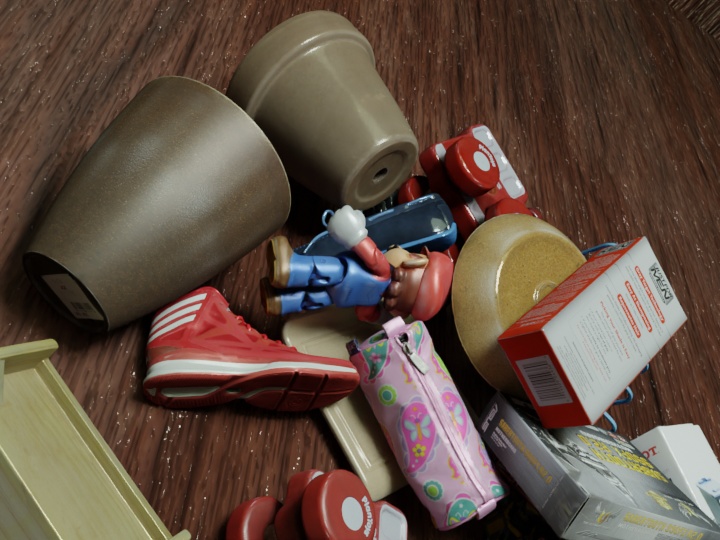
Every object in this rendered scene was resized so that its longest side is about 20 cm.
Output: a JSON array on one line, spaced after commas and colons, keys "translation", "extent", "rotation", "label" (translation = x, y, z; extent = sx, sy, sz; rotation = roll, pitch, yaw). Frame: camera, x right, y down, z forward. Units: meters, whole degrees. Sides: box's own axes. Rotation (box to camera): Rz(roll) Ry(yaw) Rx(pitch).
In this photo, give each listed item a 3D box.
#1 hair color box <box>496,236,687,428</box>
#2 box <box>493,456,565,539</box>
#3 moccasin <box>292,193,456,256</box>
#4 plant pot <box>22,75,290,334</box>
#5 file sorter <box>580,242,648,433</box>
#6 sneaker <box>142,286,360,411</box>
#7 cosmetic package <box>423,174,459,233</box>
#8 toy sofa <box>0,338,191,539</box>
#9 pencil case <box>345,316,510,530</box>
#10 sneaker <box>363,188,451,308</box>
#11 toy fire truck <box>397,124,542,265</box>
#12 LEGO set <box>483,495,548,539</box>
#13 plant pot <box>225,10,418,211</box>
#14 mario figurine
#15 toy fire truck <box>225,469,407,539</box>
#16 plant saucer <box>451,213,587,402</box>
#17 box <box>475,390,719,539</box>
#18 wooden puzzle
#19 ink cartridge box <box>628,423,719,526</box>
[{"translation": [0.231, 0.056, 0.726], "extent": [0.200, 0.061, 0.102], "rotation": [-32, 95, -36], "label": "hair color box"}, {"translation": [0.241, 0.257, 0.756], "extent": [0.137, 0.040, 0.200], "rotation": [26, 12, -42], "label": "box"}, {"translation": [0.005, -0.033, 0.831], "extent": [0.200, 0.080, 0.068], "rotation": [-13, 69, -2], "label": "moccasin"}, {"translation": [-0.195, -0.043, 0.676], "extent": [0.187, 0.187, 0.200], "rotation": [39, 54, -3], "label": "plant pot"}, {"translation": [0.267, 0.084, 0.895], "extent": [0.139, 0.123, 0.200], "rotation": [44, 62, -9], "label": "file sorter"}, {"translation": [-0.100, 0.065, 0.702], "extent": [0.200, 0.078, 0.116], "rotation": [7, 50, -24], "label": "sneaker"}, {"translation": [0.152, -0.040, 1.012], "extent": [0.103, 0.073, 0.200], "rotation": [-2, 58, -39], "label": "cosmetic package"}, {"translation": [-0.228, 0.156, 0.543], "extent": [0.200, 0.098, 0.083], "rotation": [51, 16, 10], "label": "toy sofa"}, {"translation": [0.064, 0.145, 0.723], "extent": [0.087, 0.087, 0.200], "rotation": [-17, 78, -46], "label": "pencil case"}, {"translation": [0.054, -0.032, 0.937], "extent": [0.091, 0.076, 0.200], "rotation": [-1, 66, -47], "label": "sneaker"}, {"translation": [0.156, -0.078, 0.901], "extent": [0.168, 0.112, 0.200], "rotation": [-27, 83, -45], "label": "toy fire truck"}, {"translation": [0.196, 0.307, 0.707], "extent": [0.200, 0.116, 0.154], "rotation": [52, 41, 11], "label": "LEGO set"}, {"translation": [-0.031, -0.161, 0.856], "extent": [0.200, 0.200, 0.175], "rotation": [-17, 59, -46], "label": "plant pot"}, {"translation": [0.000, 0.000, 0.752], "extent": [0.200, 0.123, 0.106], "rotation": [2, 79, -19], "label": "mario figurine"}, {"translation": [-0.017, 0.265, 0.596], "extent": [0.168, 0.112, 0.200], "rotation": [39, 38, -34], "label": "toy fire truck"}, {"translation": [0.185, 0.035, 0.768], "extent": [0.200, 0.035, 0.201], "rotation": [7, 77, -29], "label": "plant saucer"}, {"translation": [0.228, 0.201, 0.718], "extent": [0.200, 0.048, 0.158], "rotation": [23, 14, -28], "label": "box"}, {"translation": [0.024, 0.124, 0.797], "extent": [0.185, 0.037, 0.200], "rotation": [-14, 70, -43], "label": "wooden puzzle"}, {"translation": [0.338, 0.289, 0.814], "extent": [0.086, 0.146, 0.200], "rotation": [5, 52, -36], "label": "ink cartridge box"}]
